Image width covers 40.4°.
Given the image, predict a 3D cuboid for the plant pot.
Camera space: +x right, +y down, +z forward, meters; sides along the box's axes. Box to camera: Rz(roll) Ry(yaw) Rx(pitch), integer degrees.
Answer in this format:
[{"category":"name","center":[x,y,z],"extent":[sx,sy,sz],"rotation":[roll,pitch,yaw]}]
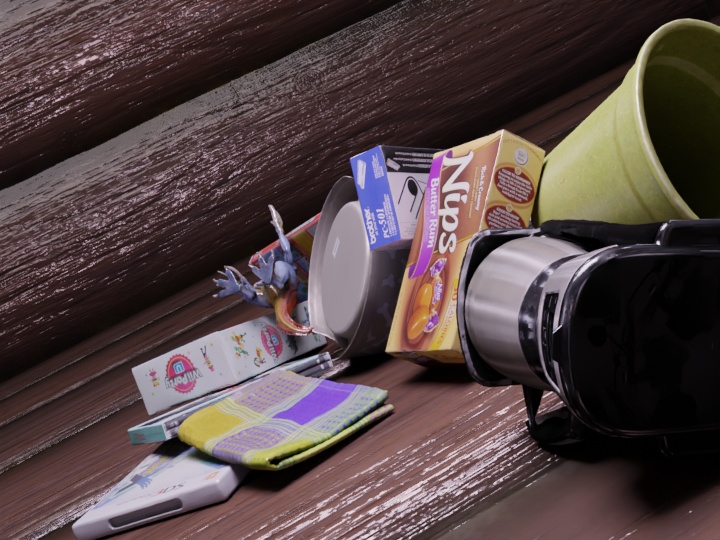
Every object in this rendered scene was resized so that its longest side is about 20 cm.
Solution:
[{"category":"plant pot","center":[0.248,-0.077,0.842],"extent":[0.199,0.203,0.184],"rotation":[-31,-2,-35]}]

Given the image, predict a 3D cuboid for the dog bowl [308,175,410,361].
[{"category":"dog bowl","center":[0.000,0.000,1.070],"extent":[0.057,0.205,0.199],"rotation":[7,-4,-21]}]

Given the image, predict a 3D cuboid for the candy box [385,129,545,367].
[{"category":"candy box","center":[0.094,-0.016,0.889],"extent":[0.056,0.204,0.116],"rotation":[20,-13,-25]}]

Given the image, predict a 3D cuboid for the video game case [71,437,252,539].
[{"category":"video game case","center":[-0.158,0.185,0.953],"extent":[0.180,0.022,0.200],"rotation":[-22,9,26]}]

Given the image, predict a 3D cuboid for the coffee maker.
[{"category":"coffee maker","center":[0.169,0.020,0.581],"extent":[0.189,0.137,0.200],"rotation":[-26,9,-9]}]

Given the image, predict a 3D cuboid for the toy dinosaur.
[{"category":"toy dinosaur","center":[-0.107,0.028,1.174],"extent":[0.104,0.202,0.181],"rotation":[-33,-21,10]}]

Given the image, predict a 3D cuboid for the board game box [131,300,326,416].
[{"category":"board game box","center":[-0.155,0.103,1.191],"extent":[0.146,0.065,0.199],"rotation":[-23,-1,30]}]

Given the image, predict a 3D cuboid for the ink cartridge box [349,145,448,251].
[{"category":"ink cartridge box","center":[0.074,-0.075,1.011],"extent":[0.044,0.096,0.198],"rotation":[-18,-8,38]}]

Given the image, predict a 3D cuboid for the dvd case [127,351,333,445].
[{"category":"dvd case","center":[-0.142,0.139,1.055],"extent":[0.197,0.022,0.145],"rotation":[-20,-2,-29]}]

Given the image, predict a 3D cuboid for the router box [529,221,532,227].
[{"category":"router box","center":[0.159,-0.003,1.035],"extent":[0.197,0.053,0.157],"rotation":[-23,9,19]}]

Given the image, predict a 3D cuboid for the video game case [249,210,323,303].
[{"category":"video game case","center":[-0.034,-0.004,1.254],"extent":[0.198,0.143,0.018],"rotation":[-28,26,40]}]

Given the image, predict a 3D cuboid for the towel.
[{"category":"towel","center":[-0.075,0.133,0.896],"extent":[0.142,0.023,0.199],"rotation":[-24,14,-29]}]
